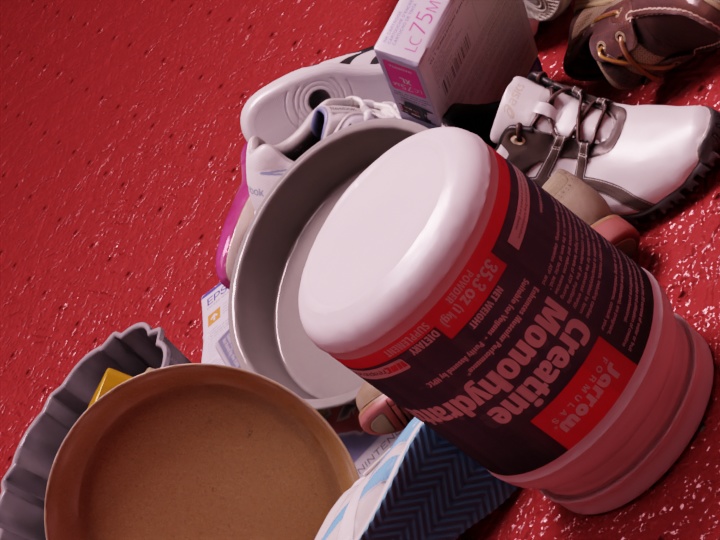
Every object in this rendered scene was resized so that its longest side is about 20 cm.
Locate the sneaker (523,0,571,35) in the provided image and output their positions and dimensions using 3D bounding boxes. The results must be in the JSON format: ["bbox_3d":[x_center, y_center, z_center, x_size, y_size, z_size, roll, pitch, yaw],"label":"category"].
[{"bbox_3d":[0.123,-0.217,1.607,0.085,0.075,0.200,-51,3,-8],"label":"sneaker"}]

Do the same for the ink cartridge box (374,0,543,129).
[{"bbox_3d":[0.068,-0.136,1.530,0.042,0.200,0.119,19,70,24],"label":"ink cartridge box"}]

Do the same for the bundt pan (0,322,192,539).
[{"bbox_3d":[-0.180,0.142,1.718,0.202,0.076,0.202,-41,26,25],"label":"bundt pan"}]

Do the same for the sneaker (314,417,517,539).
[{"bbox_3d":[0.029,0.132,1.366,0.200,0.077,0.081,-52,21,-3],"label":"sneaker"}]

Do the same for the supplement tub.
[{"bbox_3d":[0.079,0.029,1.257,0.140,0.200,0.140,-41,27,26],"label":"supplement tub"}]

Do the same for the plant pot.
[{"bbox_3d":[-0.093,0.152,1.429,0.200,0.200,0.027,-47,2,13],"label":"plant pot"}]

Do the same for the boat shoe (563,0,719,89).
[{"bbox_3d":[0.181,-0.146,1.476,0.072,0.072,0.200,-64,21,-6],"label":"boat shoe"}]

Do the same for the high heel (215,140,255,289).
[{"bbox_3d":[-0.079,-0.048,1.691,0.096,0.067,0.200,-14,36,37],"label":"high heel"}]

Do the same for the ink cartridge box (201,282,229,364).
[{"bbox_3d":[-0.037,0.032,1.651,0.200,0.041,0.200,-39,27,24],"label":"ink cartridge box"}]

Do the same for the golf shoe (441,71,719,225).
[{"bbox_3d":[0.131,-0.078,1.428,0.200,0.094,0.078,-10,46,45],"label":"golf shoe"}]

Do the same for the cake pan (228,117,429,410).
[{"bbox_3d":[0.000,0.000,1.494,0.200,0.037,0.200,-21,55,34],"label":"cake pan"}]

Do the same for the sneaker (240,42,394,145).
[{"bbox_3d":[0.001,-0.127,1.691,0.200,0.073,0.112,-16,13,-13],"label":"sneaker"}]

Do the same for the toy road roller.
[{"bbox_3d":[-0.143,0.167,1.513,0.200,0.123,0.146,123,168,-59],"label":"toy road roller"}]

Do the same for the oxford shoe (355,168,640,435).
[{"bbox_3d":[0.070,0.020,1.393,0.200,0.070,0.075,-37,67,-5],"label":"oxford shoe"}]

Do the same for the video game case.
[{"bbox_3d":[0.003,0.049,1.508,0.182,0.023,0.200,-47,44,14],"label":"video game case"}]

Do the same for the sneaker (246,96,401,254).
[{"bbox_3d":[0.012,-0.083,1.600,0.200,0.087,0.075,-25,31,-17],"label":"sneaker"}]
